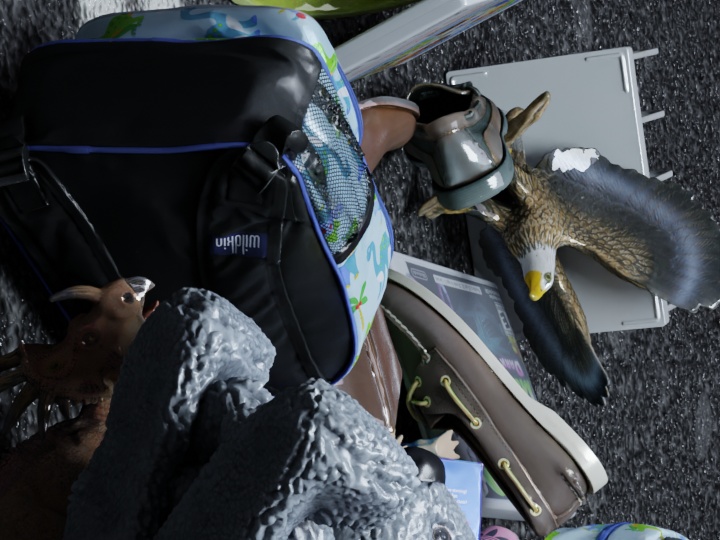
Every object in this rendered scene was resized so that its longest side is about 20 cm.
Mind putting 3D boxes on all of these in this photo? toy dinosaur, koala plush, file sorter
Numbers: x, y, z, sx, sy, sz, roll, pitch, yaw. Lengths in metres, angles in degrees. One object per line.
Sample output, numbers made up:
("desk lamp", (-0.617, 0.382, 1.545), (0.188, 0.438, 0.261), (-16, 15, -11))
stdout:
("toy dinosaur", (-0.154, 0.108, 1.252), (0.136, 0.086, 0.200), (51, 55, -34))
("koala plush", (-0.021, 0.136, 1.211), (0.200, 0.177, 0.184), (23, 98, -37))
("file sorter", (0.160, -0.061, 1.908), (0.124, 0.138, 0.201), (-23, 106, -67))

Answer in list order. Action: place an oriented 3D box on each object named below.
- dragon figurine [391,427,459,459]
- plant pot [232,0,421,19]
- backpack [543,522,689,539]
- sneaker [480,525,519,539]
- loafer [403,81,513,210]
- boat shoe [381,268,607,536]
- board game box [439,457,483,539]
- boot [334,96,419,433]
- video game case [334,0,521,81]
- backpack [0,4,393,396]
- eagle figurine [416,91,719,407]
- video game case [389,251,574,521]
("dragon figurine", (-0.003, 0.134, 1.584), (0.200, 0.099, 0.059), (-6, 80, -53))
("plant pot", (-0.007, -0.279, 1.567), (0.200, 0.200, 0.191), (18, 55, -64))
("backpack", (0.144, 0.215, 1.424), (0.200, 0.153, 0.164), (63, 36, -70))
("sneaker", (0.099, 0.232, 1.516), (0.082, 0.070, 0.200), (-56, 140, -29))
("loafer", (0.058, -0.101, 1.707), (0.063, 0.072, 0.200), (62, 2, -20))
("boat shoe", (0.067, 0.082, 1.638), (0.060, 0.200, 0.072), (-43, 169, -11))
("board game box", (-0.035, 0.160, 1.384), (0.199, 0.045, 0.135), (9, 71, -19))
("boot", (0.000, 0.000, 1.576), (0.186, 0.064, 0.201), (-15, 84, -49))
("video game case", (0.042, -0.157, 1.664), (0.018, 0.143, 0.200), (63, 26, 0))
("backpack", (-0.074, -0.035, 1.330), (0.200, 0.182, 0.147), (68, 30, -42))
("eagle figurine", (0.139, -0.018, 1.804), (0.200, 0.152, 0.151), (36, 68, -23))
("video game case", (0.078, 0.082, 1.767), (0.200, 0.023, 0.182), (17, 53, -65))
